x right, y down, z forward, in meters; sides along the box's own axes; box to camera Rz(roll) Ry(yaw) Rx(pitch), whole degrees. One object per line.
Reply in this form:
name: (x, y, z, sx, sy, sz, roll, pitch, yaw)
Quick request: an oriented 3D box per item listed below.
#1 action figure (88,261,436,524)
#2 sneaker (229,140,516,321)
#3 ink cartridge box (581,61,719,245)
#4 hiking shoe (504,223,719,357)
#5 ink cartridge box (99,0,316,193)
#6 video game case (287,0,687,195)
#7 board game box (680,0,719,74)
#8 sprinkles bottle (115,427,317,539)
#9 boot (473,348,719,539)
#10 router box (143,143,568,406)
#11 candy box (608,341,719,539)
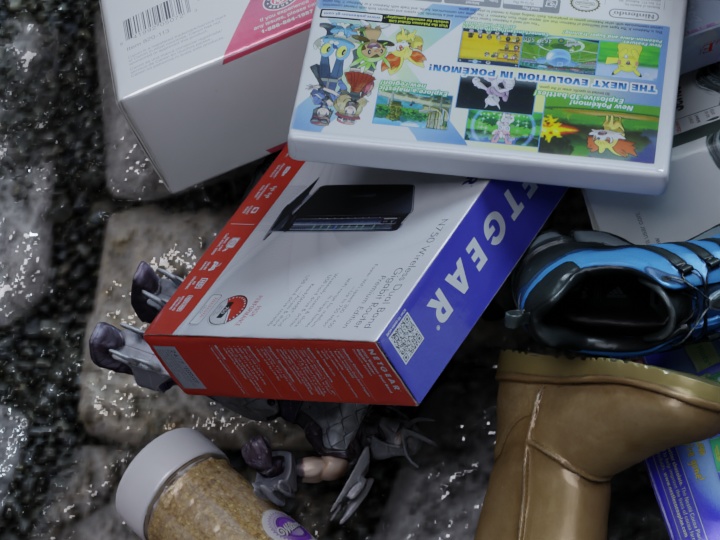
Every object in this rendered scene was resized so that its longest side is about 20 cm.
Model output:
action figure: (-0.049, 0.064, 1.676, 0.199, 0.069, 0.130, 22, 64, 12)
sneaker: (0.000, 0.000, 1.726, 0.199, 0.076, 0.114, 32, 80, 32)
ink cartridge box: (0.223, -0.064, 1.634, 0.199, 0.083, 0.147, -19, 18, 10)
hiking shoe: (0.177, 0.017, 1.543, 0.199, 0.075, 0.087, -7, 20, 7)
ink cartridge box: (-0.077, -0.160, 1.793, 0.146, 0.083, 0.200, -22, 40, 7)
video game case: (0.073, -0.124, 1.585, 0.199, 0.022, 0.183, 6, 53, 6)
board game box: (0.196, -0.216, 1.685, 0.199, 0.041, 0.201, -19, 63, -11)
sprinkles bottle: (-0.051, 0.171, 1.660, 0.068, 0.068, 0.200, -47, 60, -7)
boot: (0.120, 0.148, 1.560, 0.175, 0.066, 0.201, 3, 82, 56)
router box: (0.005, -0.017, 1.602, 0.179, 0.049, 0.200, 0, 44, 44)
candy box: (0.252, 0.080, 1.596, 0.199, 0.077, 0.170, -21, 59, 9)
